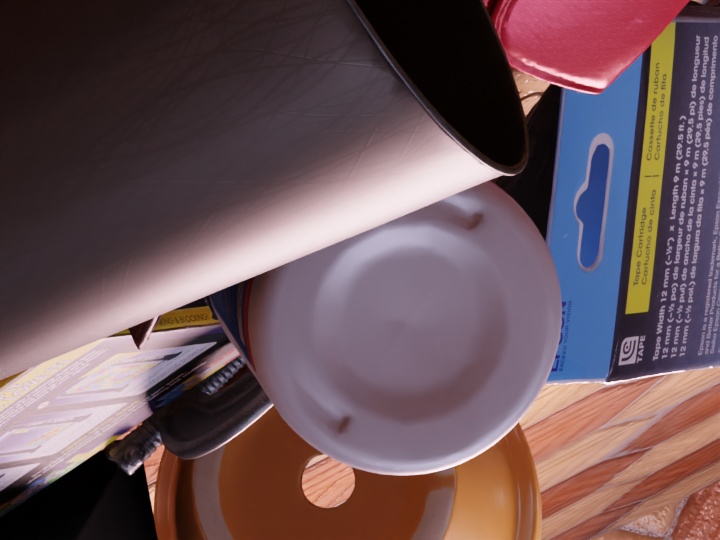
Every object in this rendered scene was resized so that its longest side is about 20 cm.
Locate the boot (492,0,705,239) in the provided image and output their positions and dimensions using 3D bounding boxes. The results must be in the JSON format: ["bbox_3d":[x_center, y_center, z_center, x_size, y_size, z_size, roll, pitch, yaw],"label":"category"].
[{"bbox_3d":[0.077,-0.034,1.272,0.200,0.073,0.151,-54,-170,-11],"label":"boot"}]

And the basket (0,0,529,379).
[{"bbox_3d":[-0.079,-0.047,0.763,0.199,0.137,0.180,-26,156,14],"label":"basket"}]

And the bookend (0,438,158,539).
[{"bbox_3d":[-0.207,0.160,1.326,0.198,0.093,0.199,-8,-168,6],"label":"bookend"}]

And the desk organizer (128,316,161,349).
[{"bbox_3d":[-0.048,-0.049,0.938,0.071,0.077,0.200,-23,167,-20],"label":"desk organizer"}]

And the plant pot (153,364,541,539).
[{"bbox_3d":[-0.011,0.114,1.386,0.199,0.201,0.183,-27,170,-1],"label":"plant pot"}]

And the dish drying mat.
[{"bbox_3d":[0.112,-0.136,0.912,0.076,0.018,0.200,17,127,-37],"label":"dish drying mat"}]

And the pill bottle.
[{"bbox_3d":[0.000,0.000,1.055,0.112,0.113,0.200,-26,-165,-5],"label":"pill bottle"}]

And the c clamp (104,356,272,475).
[{"bbox_3d":[-0.036,0.021,1.242,0.200,0.027,0.171,-43,-170,-4],"label":"c clamp"}]

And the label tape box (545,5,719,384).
[{"bbox_3d":[0.121,-0.034,1.146,0.199,0.144,0.066,-4,-167,-45],"label":"label tape box"}]

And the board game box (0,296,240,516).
[{"bbox_3d":[-0.148,0.047,1.172,0.200,0.057,0.165,-34,164,28],"label":"board game box"}]
